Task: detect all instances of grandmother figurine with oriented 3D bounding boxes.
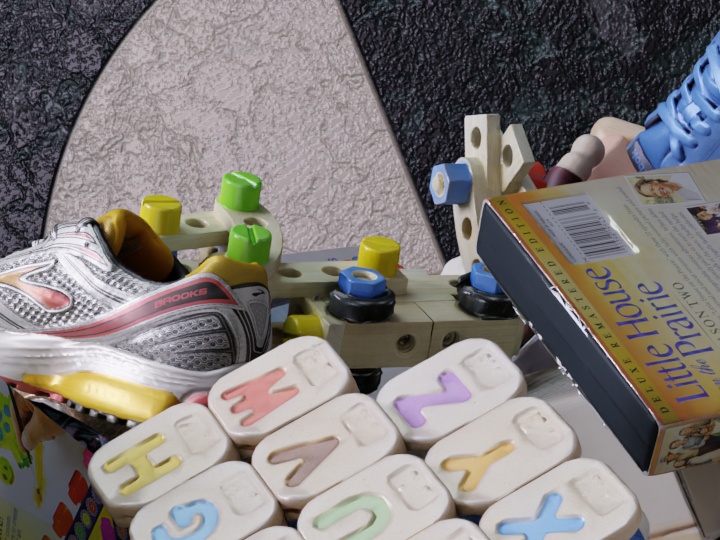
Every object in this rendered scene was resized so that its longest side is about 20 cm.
[{"bbox_3d":[0.093,-0.012,1.301,0.060,0.122,0.200,21,34,18],"label":"grandmother figurine"}]

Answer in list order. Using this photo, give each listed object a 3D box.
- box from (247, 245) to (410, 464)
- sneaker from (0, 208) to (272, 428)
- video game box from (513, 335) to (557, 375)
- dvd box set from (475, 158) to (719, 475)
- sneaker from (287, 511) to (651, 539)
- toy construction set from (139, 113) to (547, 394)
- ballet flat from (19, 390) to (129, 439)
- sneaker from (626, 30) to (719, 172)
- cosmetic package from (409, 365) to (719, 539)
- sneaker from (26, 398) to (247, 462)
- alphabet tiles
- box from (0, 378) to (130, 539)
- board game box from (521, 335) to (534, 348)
[{"bbox_3d":[-0.020,0.044,1.235,0.199,0.119,0.042,-9,-42,-45],"label":"box"},{"bbox_3d":[-0.113,0.013,1.098,0.199,0.083,0.078,13,1,32],"label":"sneaker"},{"bbox_3d":[0.133,0.025,1.415,0.200,0.047,0.182,-45,-3,9],"label":"video game box"},{"bbox_3d":[0.164,0.008,1.040,0.199,0.030,0.146,-10,40,-24],"label":"dvd box set"},{"bbox_3d":[0.001,0.116,0.933,0.199,0.079,0.089,-13,9,15],"label":"sneaker"},{"bbox_3d":[0.000,0.000,1.150,0.199,0.093,0.131,-15,29,-19],"label":"toy construction set"},{"bbox_3d":[-0.140,0.118,1.166,0.070,0.201,0.065,14,13,30],"label":"ballet flat"},{"bbox_3d":[0.159,-0.061,1.160,0.078,0.066,0.200,-2,-32,-1],"label":"sneaker"},{"bbox_3d":[0.088,0.081,1.118,0.103,0.073,0.200,-24,2,-42],"label":"cosmetic package"},{"bbox_3d":[-0.086,0.089,1.092,0.096,0.199,0.080,-44,27,42],"label":"sneaker"},{"bbox_3d":[-0.015,0.096,0.886,0.195,0.015,0.200,-29,39,-10],"label":"alphabet tiles"},{"bbox_3d":[-0.202,0.128,0.988,0.199,0.193,0.123,-22,46,25],"label":"box"},{"bbox_3d":[0.036,0.070,1.486,0.200,0.034,0.135,-37,-9,-37],"label":"board game box"}]
